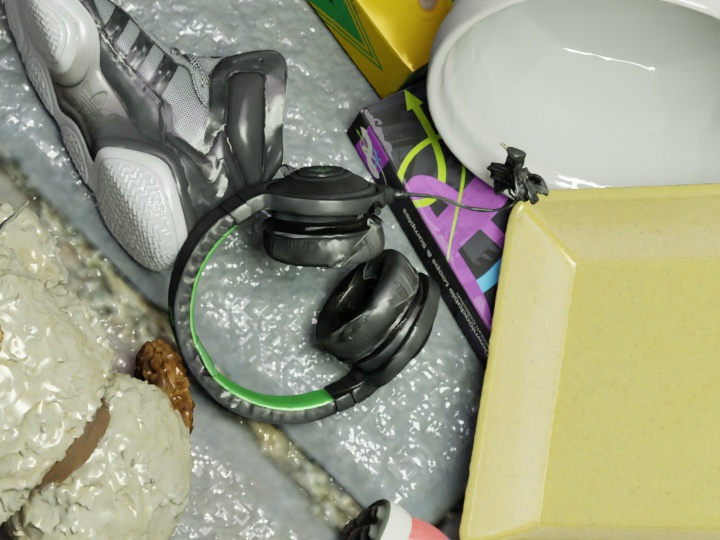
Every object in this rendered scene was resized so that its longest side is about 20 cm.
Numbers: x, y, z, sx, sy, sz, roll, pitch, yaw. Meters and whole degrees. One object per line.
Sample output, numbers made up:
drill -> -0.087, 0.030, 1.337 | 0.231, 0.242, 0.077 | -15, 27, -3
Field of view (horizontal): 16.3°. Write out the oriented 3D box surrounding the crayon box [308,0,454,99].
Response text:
crayon box -> 0.045, -0.217, 1.399 | 0.200, 0.058, 0.173 | -35, 82, -22

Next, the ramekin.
ramekin -> 0.138, -0.119, 1.283 | 0.199, 0.200, 0.105 | 18, 57, -7

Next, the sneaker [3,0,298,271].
sneaker -> -0.107, -0.107, 1.318 | 0.113, 0.075, 0.201 | -24, 85, -21

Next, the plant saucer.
plant saucer -> 0.161, 0.057, 1.260 | 0.199, 0.048, 0.201 | -1, 66, 28

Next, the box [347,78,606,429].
box -> 0.103, -0.026, 1.361 | 0.143, 0.036, 0.201 | -27, 80, -21

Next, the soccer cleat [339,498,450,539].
soccer cleat -> -0.003, 0.214, 1.238 | 0.073, 0.068, 0.201 | 30, 67, -14

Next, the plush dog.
plush dog -> -0.153, 0.076, 1.216 | 0.172, 0.160, 0.200 | 41, 64, -23

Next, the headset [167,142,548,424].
headset -> 0.000, 0.000, 1.276 | 0.200, 0.094, 0.124 | -32, 108, -7
